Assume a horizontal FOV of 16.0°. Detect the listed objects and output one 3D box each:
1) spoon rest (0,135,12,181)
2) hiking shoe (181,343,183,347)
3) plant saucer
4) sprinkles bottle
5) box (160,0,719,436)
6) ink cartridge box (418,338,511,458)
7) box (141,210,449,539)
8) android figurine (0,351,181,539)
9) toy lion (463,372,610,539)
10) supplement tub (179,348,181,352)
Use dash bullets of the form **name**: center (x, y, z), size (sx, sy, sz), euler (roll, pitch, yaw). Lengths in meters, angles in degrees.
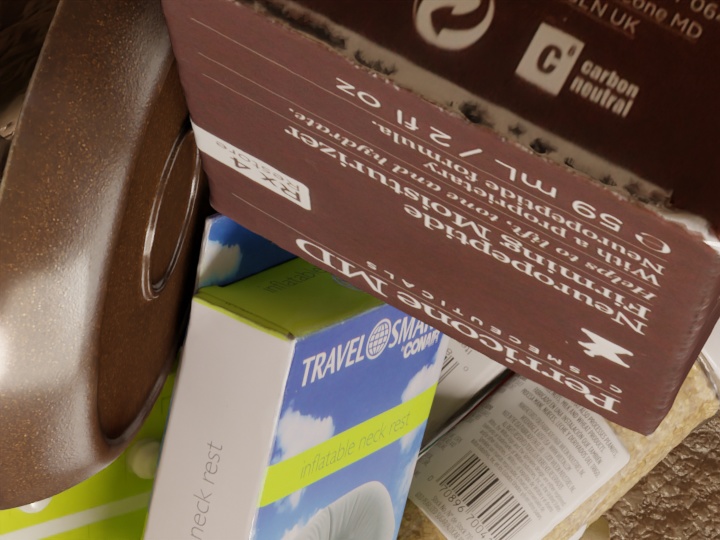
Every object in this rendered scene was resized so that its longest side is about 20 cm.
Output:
- **spoon rest**: center (-0.115, -0.015, 0.842), size (0.060, 0.100, 0.200), euler (-20, -174, 16)
- **hiking shoe**: center (-0.034, -0.049, 0.904), size (0.086, 0.074, 0.201), euler (-13, 131, -53)
- **plant saucer**: center (-0.069, -0.022, 0.771), size (0.200, 0.032, 0.202), euler (14, 90, -83)
- **sprinkles bottle**: center (0.069, 0.076, 1.002), size (0.200, 0.068, 0.068), euler (-41, 169, -11)
- **box**: center (0.057, -0.080, 0.723), size (0.165, 0.165, 0.200), euler (-61, 171, -15)
- **ink cartridge box**: center (0.000, 0.000, 1.051), size (0.084, 0.146, 0.200), euler (-35, 172, -44)
- **box**: center (-0.025, 0.070, 0.879), size (0.122, 0.047, 0.201), euler (-23, 131, -57)
- **android figurine**: center (-0.103, 0.106, 0.931), size (0.181, 0.041, 0.201), euler (-13, 123, -28)
- **toy lion**: center (0.077, 0.040, 1.140), size (0.200, 0.068, 0.193), euler (-161, -87, -76)
- **supplement tub**: center (-0.150, 0.085, 1.000), size (0.199, 0.132, 0.132), euler (-33, 168, -16)
